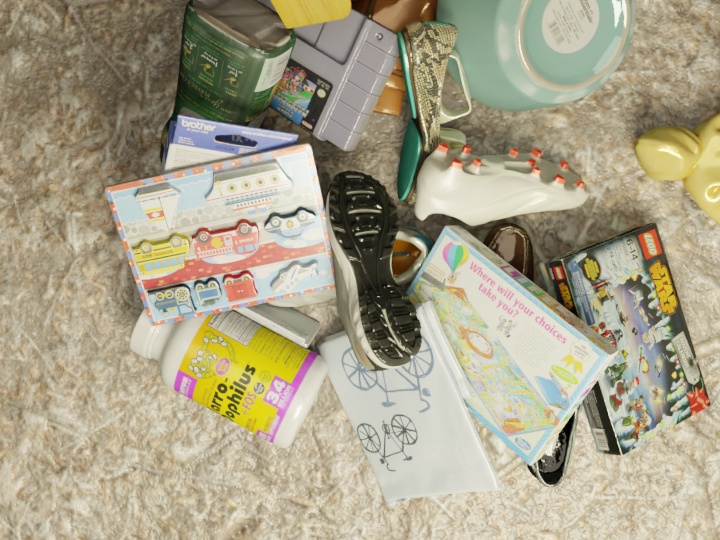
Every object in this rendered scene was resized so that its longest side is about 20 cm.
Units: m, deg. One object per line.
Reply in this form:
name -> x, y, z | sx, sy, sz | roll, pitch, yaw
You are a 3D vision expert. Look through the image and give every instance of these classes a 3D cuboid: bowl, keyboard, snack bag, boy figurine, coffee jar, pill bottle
bowl -> 0.181, -0.240, 0.785 | 0.197, 0.105, 0.204 | -6, 117, -12
keyboard -> -0.137, 0.025, 0.892 | 0.198, 0.056, 0.011 | 28, 109, 3
snack bag -> 0.049, 0.144, 0.845 | 0.188, 0.021, 0.202 | -25, 90, 49
boy figurine -> 0.377, -0.104, 0.837 | 0.196, 0.064, 0.127 | 6, 94, 5
coffee jar -> -0.139, -0.170, 0.824 | 0.104, 0.085, 0.201 | 32, 133, 6
pill bottle -> -0.140, 0.098, 0.872 | 0.198, 0.104, 0.105 | 27, 95, 3

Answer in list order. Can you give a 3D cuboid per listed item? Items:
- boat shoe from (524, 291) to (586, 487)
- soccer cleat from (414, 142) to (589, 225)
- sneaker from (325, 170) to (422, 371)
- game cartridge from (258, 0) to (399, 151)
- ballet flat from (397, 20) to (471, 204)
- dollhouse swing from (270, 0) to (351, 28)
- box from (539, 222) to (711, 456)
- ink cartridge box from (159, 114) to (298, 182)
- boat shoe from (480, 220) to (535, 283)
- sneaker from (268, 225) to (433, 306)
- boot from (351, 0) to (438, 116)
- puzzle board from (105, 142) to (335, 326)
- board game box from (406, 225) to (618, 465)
boat shoe -> 0.201, 0.124, 0.862 | 0.072, 0.068, 0.203 | 8, 94, 4
soccer cleat -> 0.143, -0.082, 0.840 | 0.197, 0.070, 0.078 | 3, 129, -25
sneaker -> 0.000, 0.000, 0.788 | 0.073, 0.079, 0.203 | -3, 73, -24
game cartridge -> -0.062, -0.224, 0.843 | 0.199, 0.038, 0.131 | 35, 106, 20
ballet flat -> 0.075, -0.152, 0.821 | 0.074, 0.068, 0.202 | -6, 130, -5
dollhouse swing -> -0.037, -0.362, 0.772 | 0.174, 0.182, 0.202 | -25, 53, 8
box -> 0.272, 0.067, 0.836 | 0.135, 0.040, 0.203 | -19, 92, -27
ink cartridge box -> -0.143, -0.076, 0.819 | 0.117, 0.042, 0.201 | 6, 138, -19
boat shoe -> 0.141, 0.050, 0.859 | 0.073, 0.075, 0.206 | 12, 94, 4
sneaker -> -0.020, -0.008, 0.866 | 0.197, 0.081, 0.078 | -14, 91, 5
boot -> 0.045, -0.241, 0.849 | 0.196, 0.077, 0.158 | 4, 92, 7
puzzle board -> -0.129, -0.030, 0.791 | 0.197, 0.017, 0.153 | -12, 118, 0
board game box -> 0.130, 0.069, 0.799 | 0.200, 0.034, 0.136 | 41, 114, 24
